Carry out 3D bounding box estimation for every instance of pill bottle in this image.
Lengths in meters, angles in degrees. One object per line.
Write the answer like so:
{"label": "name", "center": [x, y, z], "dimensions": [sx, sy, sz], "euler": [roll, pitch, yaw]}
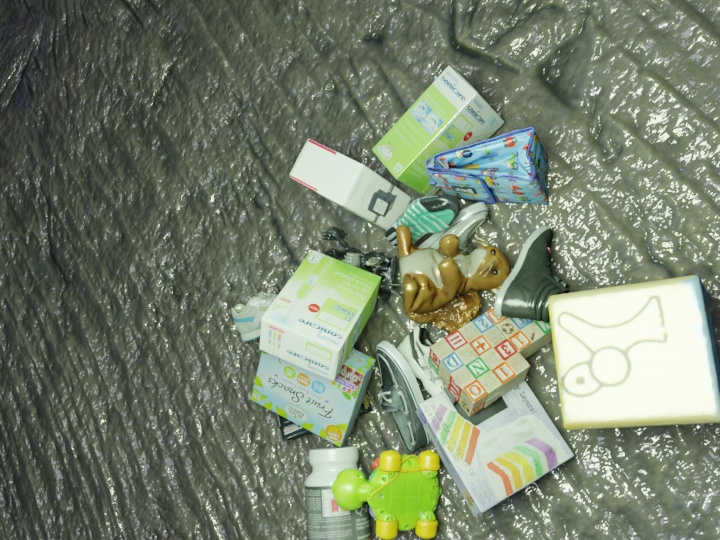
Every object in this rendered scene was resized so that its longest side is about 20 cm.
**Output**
{"label": "pill bottle", "center": [-0.043, 0.431, 1.200], "dimensions": [0.116, 0.116, 0.202], "euler": [-11, 76, 29]}

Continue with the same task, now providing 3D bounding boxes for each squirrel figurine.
{"label": "squirrel figurine", "center": [0.164, 0.022, 1.134], "dimensions": [0.185, 0.201, 0.142], "euler": [-7, 45, 1]}

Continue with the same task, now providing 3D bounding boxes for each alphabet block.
{"label": "alphabet block", "center": [0.401, 0.125, 0.938], "dimensions": [0.199, 0.196, 0.197], "euler": [-10, 74, 30]}

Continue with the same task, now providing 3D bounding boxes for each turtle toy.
{"label": "turtle toy", "center": [0.050, 0.382, 1.131], "dimensions": [0.101, 0.198, 0.147], "euler": [164, 111, -68]}

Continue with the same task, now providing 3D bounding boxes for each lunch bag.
{"label": "lunch bag", "center": [0.212, -0.170, 1.122], "dimensions": [0.198, 0.150, 0.095], "euler": [-1, 80, 25]}

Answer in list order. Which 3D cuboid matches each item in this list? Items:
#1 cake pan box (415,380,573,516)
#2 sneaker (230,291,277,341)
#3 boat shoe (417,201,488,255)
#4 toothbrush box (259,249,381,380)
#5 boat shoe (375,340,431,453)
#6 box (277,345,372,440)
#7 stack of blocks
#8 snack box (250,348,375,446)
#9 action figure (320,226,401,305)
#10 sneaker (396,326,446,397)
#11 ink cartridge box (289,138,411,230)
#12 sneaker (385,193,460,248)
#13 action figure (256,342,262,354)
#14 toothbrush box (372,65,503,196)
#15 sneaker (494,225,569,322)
{"label": "cake pan box", "center": [0.213, 0.260, 1.056], "dimensions": [0.183, 0.052, 0.201], "euler": [-23, 66, -16]}
{"label": "sneaker", "center": [-0.190, 0.083, 1.367], "dimensions": [0.199, 0.077, 0.081], "euler": [-23, 99, 26]}
{"label": "boat shoe", "center": [0.162, -0.043, 1.191], "dimensions": [0.200, 0.072, 0.066], "euler": [-39, 68, 21]}
{"label": "toothbrush box", "center": [-0.068, 0.074, 1.149], "dimensions": [0.145, 0.200, 0.087], "euler": [22, 135, 11]}
{"label": "boat shoe", "center": [0.065, 0.226, 1.158], "dimensions": [0.072, 0.067, 0.201], "euler": [-11, 104, 65]}
{"label": "box", "center": [-0.087, 0.235, 1.305], "dimensions": [0.199, 0.046, 0.160], "euler": [-26, 68, 25]}
{"label": "stack of blocks", "center": [0.224, 0.131, 1.062], "dimensions": [0.199, 0.059, 0.115], "euler": [-29, 61, -17]}
{"label": "snack box", "center": [-0.090, 0.203, 1.199], "dimensions": [0.199, 0.068, 0.170], "euler": [25, 116, 15]}
{"label": "action figure", "center": [0.000, 0.000, 1.257], "dimensions": [0.200, 0.102, 0.120], "euler": [35, 134, 34]}
{"label": "sneaker", "center": [0.147, 0.175, 1.155], "dimensions": [0.200, 0.075, 0.088], "euler": [38, 101, 30]}
{"label": "ink cartridge box", "center": [-0.015, -0.158, 1.244], "dimensions": [0.144, 0.200, 0.085], "euler": [31, 95, 32]}
{"label": "sneaker", "center": [0.118, -0.110, 1.178], "dimensions": [0.200, 0.074, 0.088], "euler": [-27, 24, 56]}
{"label": "action figure", "center": [-0.131, 0.139, 1.276], "dimensions": [0.199, 0.069, 0.131], "euler": [-15, 99, 31]}
{"label": "toothbrush box", "center": [0.143, -0.245, 1.186], "dimensions": [0.200, 0.145, 0.086], "euler": [-46, 62, 15]}
{"label": "sneaker", "center": [0.302, 0.010, 1.062], "dimensions": [0.099, 0.071, 0.200], "euler": [17, 54, 28]}
